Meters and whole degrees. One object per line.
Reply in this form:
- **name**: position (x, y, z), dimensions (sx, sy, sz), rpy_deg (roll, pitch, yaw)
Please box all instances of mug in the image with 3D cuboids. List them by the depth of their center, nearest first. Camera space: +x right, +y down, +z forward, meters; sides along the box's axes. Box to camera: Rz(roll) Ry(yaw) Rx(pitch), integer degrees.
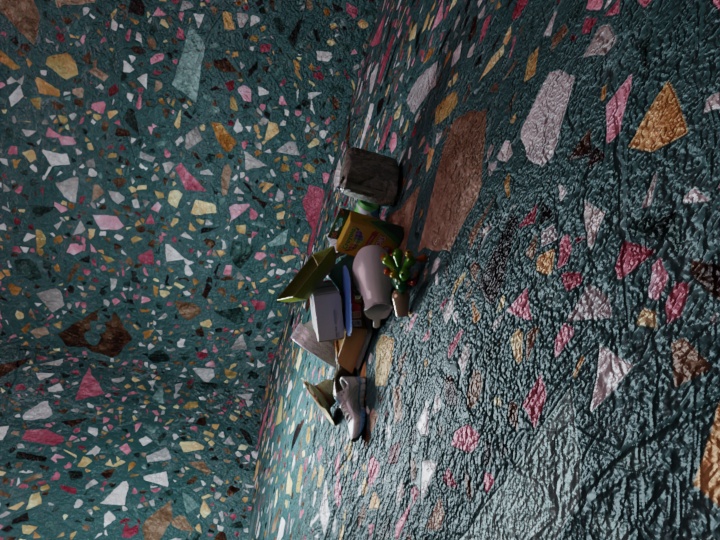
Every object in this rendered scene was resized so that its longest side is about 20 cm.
- **mug**: position (-0.001, -0.001, 1.665), dimensions (0.184, 0.115, 0.152), rpy_deg (-37, -5, -24)

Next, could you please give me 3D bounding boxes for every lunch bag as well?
- **lunch bag**: position (0.025, -0.292, 1.700), dimensions (0.169, 0.197, 0.141), rpy_deg (-94, 22, -57)

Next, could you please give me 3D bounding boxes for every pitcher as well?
- **pitcher**: position (0.039, 0.048, 1.502), dimensions (0.172, 0.119, 0.203), rpy_deg (99, 166, -58)

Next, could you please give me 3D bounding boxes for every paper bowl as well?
- **paper bowl**: position (-0.134, 0.244, 1.821), dimensions (0.105, 0.200, 0.200), rpy_deg (-55, 11, -8)

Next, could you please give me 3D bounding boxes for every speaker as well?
- **speaker**: position (-0.001, -0.162, 1.930), dimensions (0.089, 0.087, 0.202), rpy_deg (-96, 24, -56)

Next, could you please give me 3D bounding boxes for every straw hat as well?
- **straw hat**: position (-0.114, 0.415, 1.781), dimensions (0.085, 0.202, 0.201), rpy_deg (-34, 2, -17)

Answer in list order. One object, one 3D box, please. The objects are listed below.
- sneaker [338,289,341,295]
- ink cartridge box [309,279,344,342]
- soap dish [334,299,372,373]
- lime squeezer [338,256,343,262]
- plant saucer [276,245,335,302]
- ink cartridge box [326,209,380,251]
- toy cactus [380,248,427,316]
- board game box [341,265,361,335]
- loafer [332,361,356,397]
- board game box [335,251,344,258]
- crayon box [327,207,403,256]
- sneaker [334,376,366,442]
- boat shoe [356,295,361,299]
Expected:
- **sneaker**: position (-0.047, 0.066, 1.919), dimensions (0.201, 0.075, 0.092), rpy_deg (122, 167, -45)
- **ink cartridge box**: position (-0.109, 0.121, 1.636), dimensions (0.200, 0.082, 0.149), rpy_deg (-140, 43, -77)
- **soap dish**: position (-0.029, 0.200, 1.669), dimensions (0.201, 0.080, 0.159), rpy_deg (-104, 30, -66)
- **lime squeezer**: position (-0.044, -0.041, 1.811), dimensions (0.200, 0.037, 0.072), rpy_deg (-35, -36, -64)
- **plant saucer**: position (-0.157, 0.025, 1.622), dimensions (0.201, 0.048, 0.199), rpy_deg (-53, 15, -20)
- **ink cartridge box**: position (-0.027, -0.124, 1.714), dimensions (0.115, 0.067, 0.199), rpy_deg (-23, 5, 41)
- **toy cactus**: position (0.106, 0.028, 1.310), dimensions (0.200, 0.101, 0.168), rpy_deg (-161, 67, -75)
- **board game box**: position (-0.023, 0.086, 1.528), dimensions (0.158, 0.038, 0.204), rpy_deg (-158, 66, -78)
- **loafer**: position (-0.051, 0.343, 1.643), dimensions (0.201, 0.075, 0.068), rpy_deg (-80, 9, -63)
- **board game box**: position (-0.028, -0.075, 1.742), dimensions (0.020, 0.198, 0.103), rpy_deg (63, -176, -5)
- **crayon box**: position (0.011, -0.096, 1.541), dimensions (0.051, 0.197, 0.128), rpy_deg (-88, 19, -44)
- **sneaker**: position (-0.033, 0.385, 1.483), dimensions (0.202, 0.085, 0.075), rpy_deg (-92, 22, -47)
- **boat shoe**: position (-0.009, 0.025, 1.785), dimensions (0.069, 0.073, 0.203), rpy_deg (141, 142, -78)
